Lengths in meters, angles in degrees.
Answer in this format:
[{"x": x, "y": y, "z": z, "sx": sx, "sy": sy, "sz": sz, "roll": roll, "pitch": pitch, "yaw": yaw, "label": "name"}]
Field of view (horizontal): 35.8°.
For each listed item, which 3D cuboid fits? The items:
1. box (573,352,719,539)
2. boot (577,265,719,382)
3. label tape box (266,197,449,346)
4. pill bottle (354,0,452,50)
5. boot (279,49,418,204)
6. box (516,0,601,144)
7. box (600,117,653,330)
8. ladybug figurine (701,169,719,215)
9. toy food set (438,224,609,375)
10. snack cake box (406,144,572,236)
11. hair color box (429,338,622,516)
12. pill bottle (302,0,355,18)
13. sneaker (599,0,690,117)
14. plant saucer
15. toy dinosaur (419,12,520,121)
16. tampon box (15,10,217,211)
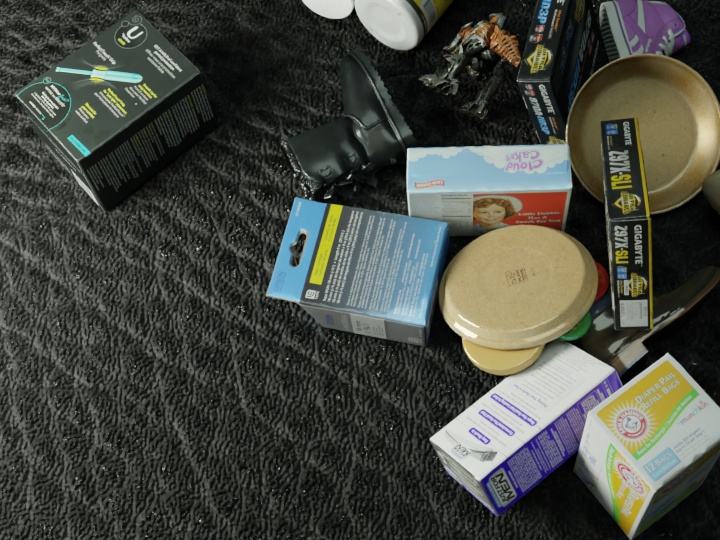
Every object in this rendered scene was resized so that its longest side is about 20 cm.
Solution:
[{"x": 0.305, "y": 0.190, "z": 1.179, "sx": 0.112, "sy": 0.200, "sz": 0.102, "roll": -34, "pitch": 65, "yaw": -12, "label": "box"}, {"x": 0.337, "y": 0.039, "z": 1.325, "sx": 0.200, "sy": 0.075, "sz": 0.097, "roll": -40, "pitch": 69, "yaw": -12, "label": "boot"}, {"x": 0.000, "y": 0.000, "z": 1.383, "sx": 0.198, "sy": 0.063, "sz": 0.145, "roll": 10, "pitch": 65, "yaw": 10, "label": "label tape box"}, {"x": 0.089, "y": -0.414, "z": 1.561, "sx": 0.111, "sy": 0.112, "sz": 0.200, "roll": 30, "pitch": 69, "yaw": 19, "label": "pill bottle"}, {"x": -0.031, "y": -0.188, "z": 1.482, "sx": 0.162, "sy": 0.073, "sz": 0.199, "roll": -27, "pitch": 64, "yaw": -5, "label": "boot"}, {"x": 0.260, "y": -0.274, "z": 1.443, "sx": 0.046, "sy": 0.159, "sz": 0.201, "roll": 4, "pitch": 61, "yaw": 26, "label": "box"}, {"x": 0.308, "y": -0.057, "z": 1.292, "sx": 0.049, "sy": 0.160, "sz": 0.201, "roll": -5, "pitch": 38, "yaw": 13, "label": "box"}, {"x": 0.512, "y": -0.097, "z": 1.351, "sx": 0.198, "sy": 0.136, "sz": 0.073, "roll": -8, "pitch": 85, "yaw": -12, "label": "ladybug figurine"}, {"x": 0.192, "y": 0.023, "z": 1.336, "sx": 0.197, "sy": 0.049, "sz": 0.200, "roll": -27, "pitch": 45, "yaw": -5, "label": "toy food set"}, {"x": 0.158, "y": -0.098, "z": 1.390, "sx": 0.198, "sy": 0.115, "sz": 0.068, "roll": -1, "pitch": 62, "yaw": 5, "label": "snack cake box"}, {"x": 0.190, "y": 0.171, "z": 1.252, "sx": 0.199, "sy": 0.065, "sz": 0.109, "roll": -35, "pitch": 29, "yaw": -13, "label": "hair color box"}, {"x": -0.016, "y": -0.464, "z": 1.596, "sx": 0.111, "sy": 0.112, "sz": 0.201, "roll": 15, "pitch": 66, "yaw": 13, "label": "pill bottle"}, {"x": 0.391, "y": -0.286, "z": 1.490, "sx": 0.113, "sy": 0.073, "sz": 0.202, "roll": -3, "pitch": 63, "yaw": 0, "label": "sneaker"}, {"x": 0.357, "y": -0.172, "z": 1.416, "sx": 0.198, "sy": 0.035, "sz": 0.202, "roll": 0, "pitch": 94, "yaw": 1, "label": "plant saucer"}, {"x": 0.155, "y": -0.282, "z": 1.460, "sx": 0.102, "sy": 0.200, "sz": 0.136, "roll": 32, "pitch": 92, "yaw": 0, "label": "toy dinosaur"}, {"x": -0.320, "y": -0.213, "z": 1.487, "sx": 0.200, "sy": 0.126, "sz": 0.150, "roll": -39, "pitch": 67, "yaw": -15, "label": "tampon box"}]
